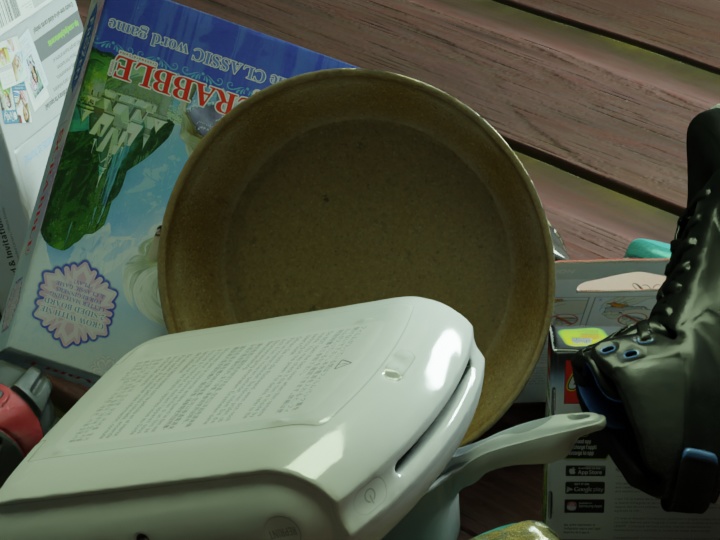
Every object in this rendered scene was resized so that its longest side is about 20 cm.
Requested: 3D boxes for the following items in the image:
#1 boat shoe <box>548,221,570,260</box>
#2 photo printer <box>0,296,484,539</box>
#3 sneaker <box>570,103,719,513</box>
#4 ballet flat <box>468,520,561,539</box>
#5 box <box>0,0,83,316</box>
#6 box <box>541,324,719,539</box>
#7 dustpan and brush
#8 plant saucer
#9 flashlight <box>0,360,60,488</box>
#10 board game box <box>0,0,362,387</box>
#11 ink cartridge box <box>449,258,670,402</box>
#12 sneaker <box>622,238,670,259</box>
[{"bbox_3d":[0.036,-0.003,1.656,0.199,0.075,0.073,-11,23,-24],"label":"boat shoe"},{"bbox_3d":[-0.047,0.080,1.283,0.199,0.070,0.166,-10,23,32],"label":"photo printer"},{"bbox_3d":[0.147,0.013,1.303,0.111,0.073,0.201,-3,65,-12],"label":"sneaker"},{"bbox_3d":[0.023,0.161,1.235,0.199,0.071,0.071,-15,25,-35],"label":"ballet flat"},{"bbox_3d":[-0.195,-0.084,1.684,0.041,0.201,0.156,-11,16,20],"label":"box"},{"bbox_3d":[0.189,0.084,1.373,0.199,0.111,0.035,1,20,0],"label":"box"},{"bbox_3d":[0.023,0.105,1.306,0.199,0.058,0.140,-10,14,19],"label":"dustpan and brush"},{"bbox_3d":[0.000,0.000,1.391,0.199,0.201,0.035,5,9,12],"label":"plant saucer"},{"bbox_3d":[-0.197,0.108,1.320,0.068,0.068,0.200,-34,14,23],"label":"flashlight"},{"bbox_3d":[-0.067,-0.022,1.452,0.199,0.201,0.041,17,-13,-16],"label":"board game box"},{"bbox_3d":[0.133,0.017,1.493,0.199,0.174,0.044,-1,62,-5],"label":"ink cartridge box"},{"bbox_3d":[0.248,0.002,1.618,0.199,0.080,0.078,7,-7,7],"label":"sneaker"}]
